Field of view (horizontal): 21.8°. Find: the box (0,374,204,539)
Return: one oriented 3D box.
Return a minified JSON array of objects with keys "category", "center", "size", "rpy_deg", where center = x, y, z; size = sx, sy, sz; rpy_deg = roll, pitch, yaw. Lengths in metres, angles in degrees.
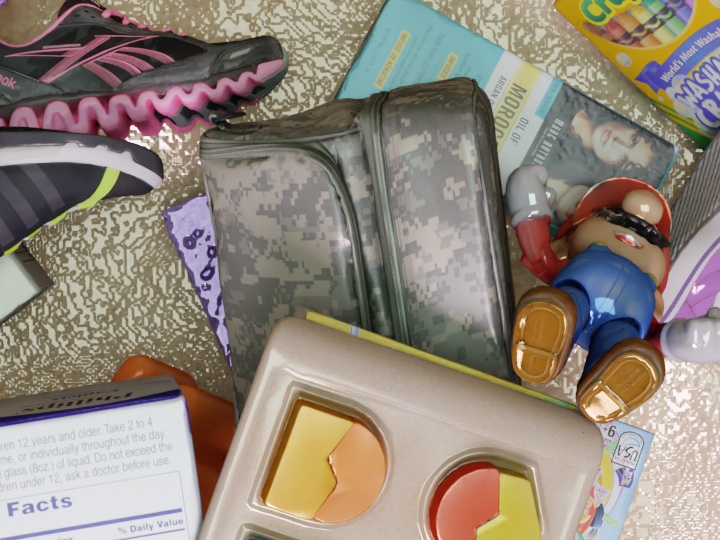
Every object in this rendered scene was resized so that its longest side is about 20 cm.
[{"category":"box","center":[-0.168,0.168,0.979],"size":[0.183,0.105,0.201],"rpy_deg":[-8,95,-7]}]

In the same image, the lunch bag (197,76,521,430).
[{"category":"lunch bag","center":[0.000,0.000,1.058],"size":[0.167,0.139,0.201],"rpy_deg":[-7,102,7]}]

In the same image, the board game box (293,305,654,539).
[{"category":"board game box","center":[0.039,0.115,0.977],"size":[0.199,0.034,0.135],"rpy_deg":[19,89,-12]}]

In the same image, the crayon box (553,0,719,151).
[{"category":"crayon box","center":[0.202,-0.151,1.109],"size":[0.200,0.126,0.052],"rpy_deg":[43,61,-4]}]

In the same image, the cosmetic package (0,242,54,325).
[{"category":"cosmetic package","center":[-0.274,-0.043,1.082],"size":[0.087,0.103,0.200],"rpy_deg":[-38,93,-4]}]

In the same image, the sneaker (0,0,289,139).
[{"category":"sneaker","center":[-0.143,-0.125,1.112],"size":[0.199,0.079,0.096],"rpy_deg":[-12,81,-6]}]

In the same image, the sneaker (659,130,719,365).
[{"category":"sneaker","center":[0.246,-0.020,1.114],"size":[0.114,0.073,0.201],"rpy_deg":[21,133,-10]}]

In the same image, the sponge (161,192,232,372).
[{"category":"sponge","center":[-0.031,0.034,1.142],"size":[0.111,0.030,0.201],"rpy_deg":[-24,93,-4]}]

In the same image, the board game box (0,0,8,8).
[{"category":"board game box","center":[-0.280,-0.145,1.022],"size":[0.120,0.032,0.200],"rpy_deg":[44,67,-12]}]

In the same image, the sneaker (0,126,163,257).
[{"category":"sneaker","center":[-0.203,-0.036,1.019],"size":[0.199,0.072,0.083],"rpy_deg":[-1,97,-32]}]

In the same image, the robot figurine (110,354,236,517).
[{"category":"robot figurine","center":[-0.149,0.150,1.092],"size":[0.143,0.117,0.201],"rpy_deg":[29,89,-8]}]

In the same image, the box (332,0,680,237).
[{"category":"box","center":[0.086,-0.086,1.140],"size":[0.199,0.049,0.083],"rpy_deg":[28,89,-5]}]

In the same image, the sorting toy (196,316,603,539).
[{"category":"sorting toy","center":[0.012,0.144,0.937],"size":[0.184,0.036,0.201],"rpy_deg":[19,88,-12]}]

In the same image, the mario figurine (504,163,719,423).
[{"category":"mario figurine","center":[0.138,-0.004,1.026],"size":[0.106,0.200,0.124],"rpy_deg":[-22,106,20]}]
